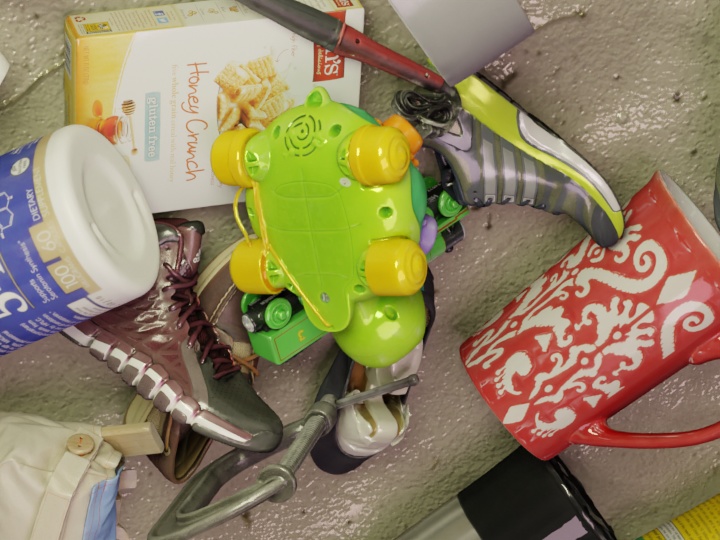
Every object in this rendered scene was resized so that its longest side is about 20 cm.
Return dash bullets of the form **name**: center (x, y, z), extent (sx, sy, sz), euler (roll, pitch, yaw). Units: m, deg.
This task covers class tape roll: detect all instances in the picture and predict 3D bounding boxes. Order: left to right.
- **tape roll**: center (0.027, -0.212, 1.566), extent (0.066, 0.200, 0.200), euler (-34, 128, 6)

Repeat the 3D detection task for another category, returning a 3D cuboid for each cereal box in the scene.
- **cereal box**: center (-0.098, -0.111, 1.688), extent (0.199, 0.040, 0.144), euler (-8, 125, -16)

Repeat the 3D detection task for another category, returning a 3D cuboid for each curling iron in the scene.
- **curling iron**: center (-0.011, -0.145, 1.650), extent (0.200, 0.050, 0.026), euler (31, 132, -24)

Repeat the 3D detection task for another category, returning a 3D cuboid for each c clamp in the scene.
- **c clamp**: center (-0.063, 0.131, 1.745), extent (0.171, 0.200, 0.027), euler (-22, 101, 24)

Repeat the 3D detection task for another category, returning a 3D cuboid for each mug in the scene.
- **mug**: center (0.188, 0.052, 1.836), extent (0.200, 0.178, 0.133), euler (-38, 134, 12)

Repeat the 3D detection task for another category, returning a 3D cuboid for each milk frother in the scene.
- **milk frother**: center (0.125, 0.266, 1.938), extent (0.188, 0.200, 0.181), euler (-37, 132, 6)

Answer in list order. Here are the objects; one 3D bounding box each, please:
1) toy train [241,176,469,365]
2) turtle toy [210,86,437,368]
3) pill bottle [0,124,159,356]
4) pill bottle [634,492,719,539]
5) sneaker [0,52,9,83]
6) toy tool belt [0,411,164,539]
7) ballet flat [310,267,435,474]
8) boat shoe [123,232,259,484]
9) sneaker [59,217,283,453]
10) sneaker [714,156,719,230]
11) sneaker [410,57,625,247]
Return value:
- **toy train**: center (0.000, 0.000, 1.763), extent (0.200, 0.042, 0.057), euler (-33, 123, -26)
- **turtle toy**: center (-0.008, -0.027, 1.666), extent (0.101, 0.145, 0.201), euler (-33, 118, -53)
- **pill bottle**: center (-0.243, -0.004, 1.635), extent (0.200, 0.120, 0.120), euler (-23, 131, 19)
- **pill bottle**: center (0.321, 0.229, 2.043), extent (0.200, 0.113, 0.113), euler (-28, 129, -2)
- **sneaker**: center (-0.332, -0.109, 1.586), extent (0.146, 0.081, 0.200), euler (37, 116, -20)
- **toy tool belt**: center (-0.206, 0.190, 1.803), extent (0.123, 0.125, 0.200), euler (0, 124, -11)
- **ballet flat**: center (0.011, 0.083, 1.848), extent (0.073, 0.073, 0.200), euler (5, 121, -24)
- **boat shoe**: center (-0.097, 0.065, 1.782), extent (0.072, 0.072, 0.200), euler (13, 120, -44)
- **sneaker**: center (-0.117, 0.030, 1.706), extent (0.200, 0.076, 0.116), euler (34, 99, 11)
- **sneaker**: center (0.283, -0.112, 1.782), extent (0.081, 0.074, 0.201), euler (-9, 111, -56)
- **sneaker**: center (0.102, -0.072, 1.763), extent (0.200, 0.074, 0.081), euler (37, 97, -21)
